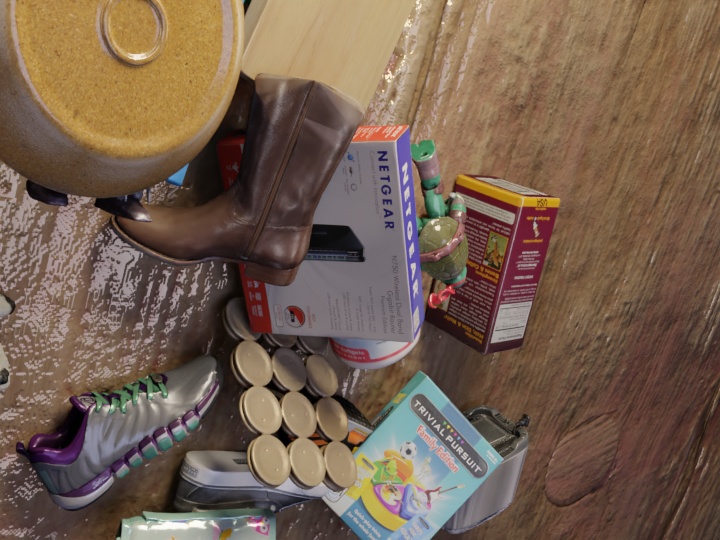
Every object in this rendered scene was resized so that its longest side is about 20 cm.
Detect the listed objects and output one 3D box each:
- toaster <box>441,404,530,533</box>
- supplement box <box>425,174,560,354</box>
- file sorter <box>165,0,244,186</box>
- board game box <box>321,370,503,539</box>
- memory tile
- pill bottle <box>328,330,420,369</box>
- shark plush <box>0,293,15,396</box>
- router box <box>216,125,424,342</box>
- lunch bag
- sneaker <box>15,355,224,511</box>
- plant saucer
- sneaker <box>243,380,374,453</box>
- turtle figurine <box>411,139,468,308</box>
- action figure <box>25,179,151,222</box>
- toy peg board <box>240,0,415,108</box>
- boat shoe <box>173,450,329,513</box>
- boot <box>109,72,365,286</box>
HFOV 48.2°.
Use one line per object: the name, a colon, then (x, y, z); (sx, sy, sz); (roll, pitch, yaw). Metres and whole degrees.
toaster: (0.160, 0.284, 1.162); (0.198, 0.113, 0.131); (-14, 122, -37)
supplement box: (0.167, -0.010, 1.032); (0.085, 0.110, 0.204); (-3, 112, -42)
file sorter: (-0.181, -0.191, 0.605); (0.122, 0.138, 0.203); (16, 98, -42)
board game box: (0.060, 0.256, 1.024); (0.200, 0.047, 0.151); (-45, 98, -6)
memory tile: (-0.073, 0.129, 0.842); (0.017, 0.203, 0.152); (-32, 149, 32)
pill bottle: (0.000, 0.000, 0.882); (0.108, 0.108, 0.203); (-33, 128, -27)
shark plush: (-0.353, 0.057, 0.611); (0.083, 0.092, 0.199); (-38, 145, 18)
router box: (-0.034, -0.035, 0.777); (0.049, 0.176, 0.203); (-54, 141, -58)
lunch bag: (-0.176, 0.342, 0.840); (0.167, 0.122, 0.204); (3, 109, -21)
sneaker: (-0.221, 0.134, 0.764); (0.199, 0.074, 0.088); (-40, 127, -22)
plant saucer: (-0.136, -0.140, 0.457); (0.198, 0.035, 0.204); (-18, 115, -43)
sneaker: (-0.069, 0.181, 0.929); (0.199, 0.070, 0.091); (32, 96, -43)
turtle figurine: (0.082, -0.043, 0.953); (0.149, 0.100, 0.202); (-42, 126, -21)
action figure: (-0.157, -0.139, 0.516); (0.128, 0.069, 0.204); (6, 101, -32)
toy peg board: (-0.049, -0.252, 0.749); (0.198, 0.097, 0.203); (23, 93, -62)
boat shoe: (-0.120, 0.251, 0.911); (0.198, 0.071, 0.069); (17, 96, -43)
boot: (-0.108, -0.093, 0.691); (0.183, 0.065, 0.202); (12, 126, -17)
